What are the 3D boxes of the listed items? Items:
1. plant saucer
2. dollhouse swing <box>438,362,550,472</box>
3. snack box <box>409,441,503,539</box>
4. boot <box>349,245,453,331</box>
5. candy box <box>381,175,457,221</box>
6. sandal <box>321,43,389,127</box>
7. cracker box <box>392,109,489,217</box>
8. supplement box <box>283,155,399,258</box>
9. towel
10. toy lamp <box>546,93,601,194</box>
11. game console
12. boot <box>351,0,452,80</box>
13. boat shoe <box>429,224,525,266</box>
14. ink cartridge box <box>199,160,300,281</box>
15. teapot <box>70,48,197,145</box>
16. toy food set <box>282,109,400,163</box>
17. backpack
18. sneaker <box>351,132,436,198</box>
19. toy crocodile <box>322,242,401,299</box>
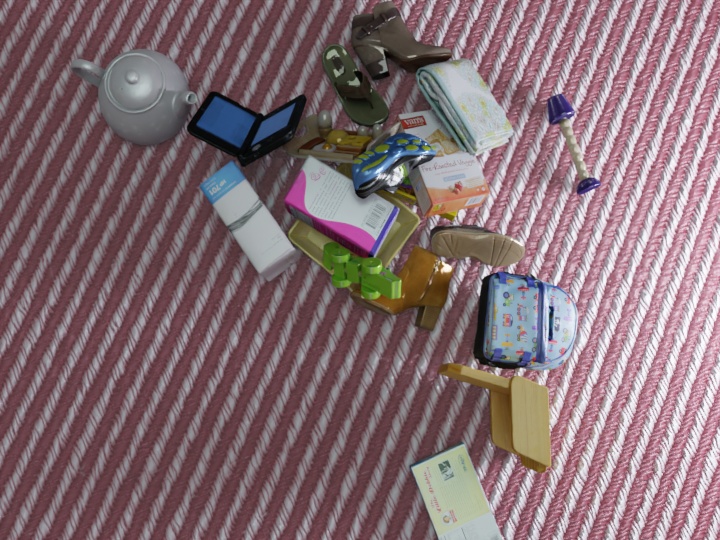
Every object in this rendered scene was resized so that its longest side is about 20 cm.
[{"bbox_3d":[-0.013,-0.081,1.443,0.198,0.048,0.202,38,83,5],"label":"plant saucer"},{"bbox_3d":[0.234,0.264,1.318,0.170,0.200,0.188,1,81,-2],"label":"dollhouse swing"},{"bbox_3d":[0.182,0.444,1.373,0.113,0.037,0.205,-21,82,-5],"label":"snack box"},{"bbox_3d":[0.082,0.020,1.406,0.197,0.070,0.148,20,79,-21],"label":"boot"},{"bbox_3d":[0.108,-0.181,1.445,0.195,0.027,0.104,21,60,-6],"label":"candy box"},{"bbox_3d":[-0.017,-0.378,1.482,0.079,0.057,0.203,-35,84,-6],"label":"sandal"},{"bbox_3d":[0.156,-0.216,1.427,0.131,0.058,0.205,-12,70,-21],"label":"cracker box"},{"bbox_3d":[-0.037,-0.114,1.373,0.197,0.103,0.103,31,83,2],"label":"supplement box"},{"bbox_3d":[0.210,-0.326,1.442,0.170,0.048,0.203,-24,81,-49],"label":"towel"},{"bbox_3d":[0.430,-0.259,1.474,0.057,0.058,0.205,-20,82,-4],"label":"toy lamp"},{"bbox_3d":[-0.210,-0.298,1.382,0.173,0.202,0.118,-24,119,20],"label":"game console"},{"bbox_3d":[0.078,-0.483,1.496,0.194,0.070,0.150,-14,80,-3],"label":"boot"},{"bbox_3d":[0.230,-0.058,1.435,0.194,0.066,0.073,4,125,-12],"label":"boat shoe"},{"bbox_3d":[-0.208,-0.090,1.390,0.085,0.147,0.202,-34,83,-4],"label":"ink cartridge box"},{"bbox_3d":[-0.436,-0.355,1.427,0.196,0.146,0.201,-28,82,-4],"label":"teapot"},{"bbox_3d":[-0.038,-0.265,1.396,0.195,0.144,0.062,9,122,25],"label":"toy food set"},{"bbox_3d":[0.325,0.101,1.381,0.194,0.135,0.188,9,82,-2],"label":"backpack"},{"bbox_3d":[0.058,-0.191,1.331,0.197,0.084,0.070,-30,55,-32],"label":"sneaker"},{"bbox_3d":[0.000,0.000,1.338,0.197,0.069,0.061,21,36,38],"label":"toy crocodile"}]
